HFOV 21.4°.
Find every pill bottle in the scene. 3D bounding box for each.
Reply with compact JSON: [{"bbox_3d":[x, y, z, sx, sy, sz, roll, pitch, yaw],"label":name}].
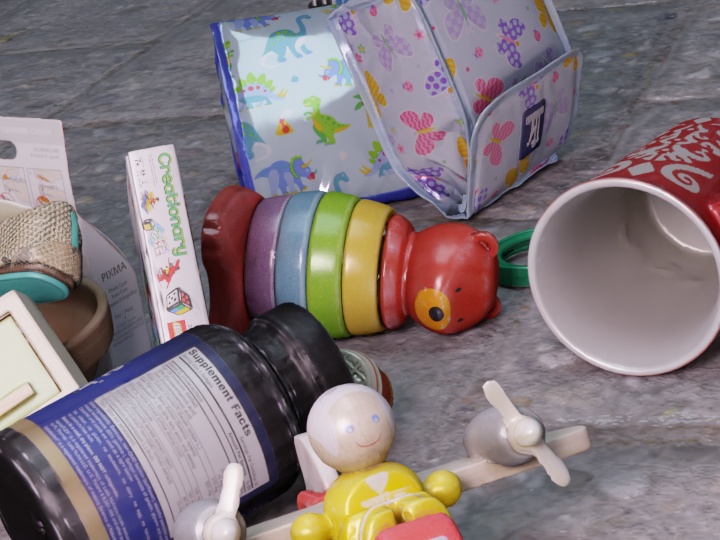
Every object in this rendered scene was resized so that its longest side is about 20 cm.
[{"bbox_3d":[-0.105,0.100,1.091,0.200,0.112,0.112,-29,27,-25],"label":"pill bottle"}]

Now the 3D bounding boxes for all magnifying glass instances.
[{"bbox_3d":[0.186,-0.028,1.453,0.200,0.022,0.080,-21,23,-22],"label":"magnifying glass"}]

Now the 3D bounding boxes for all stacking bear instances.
[{"bbox_3d":[0.000,0.000,1.352,0.200,0.122,0.114,5,31,12],"label":"stacking bear"}]

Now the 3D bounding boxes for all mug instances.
[{"bbox_3d":[0.230,-0.025,1.283,0.177,0.134,0.200,1,19,27],"label":"mug"}]

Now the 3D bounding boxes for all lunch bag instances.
[{"bbox_3d":[0.095,-0.162,1.584,0.127,0.200,0.170,-11,15,46],"label":"lunch bag"},{"bbox_3d":[-0.032,-0.128,1.670,0.170,0.128,0.200,-12,50,-5],"label":"lunch bag"}]

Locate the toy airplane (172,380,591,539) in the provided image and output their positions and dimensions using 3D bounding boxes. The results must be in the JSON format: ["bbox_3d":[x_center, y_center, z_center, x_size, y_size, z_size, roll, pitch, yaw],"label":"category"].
[{"bbox_3d":[0.001,0.119,0.981,0.199,0.141,0.200,0,23,27],"label":"toy airplane"}]

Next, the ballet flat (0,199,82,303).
[{"bbox_3d":[-0.256,-0.004,1.211,0.200,0.068,0.075,-14,59,28],"label":"ballet flat"}]

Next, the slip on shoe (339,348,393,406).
[{"bbox_3d":[-0.069,0.087,1.221,0.200,0.074,0.061,-8,-17,26],"label":"slip on shoe"}]

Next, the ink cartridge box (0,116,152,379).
[{"bbox_3d":[-0.239,-0.022,1.372,0.160,0.200,0.047,6,24,36],"label":"ink cartridge box"}]

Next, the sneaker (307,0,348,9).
[{"bbox_3d":[0.032,-0.284,2.116,0.087,0.075,0.200,-19,22,-39],"label":"sneaker"}]

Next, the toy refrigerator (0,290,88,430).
[{"bbox_3d":[-0.263,0.099,1.123,0.200,0.076,0.070,-34,-5,-4],"label":"toy refrigerator"}]

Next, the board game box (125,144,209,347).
[{"bbox_3d":[-0.131,-0.006,1.286,0.035,0.126,0.200,-11,-4,-8],"label":"board game box"}]

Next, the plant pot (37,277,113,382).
[{"bbox_3d":[-0.257,0.079,1.270,0.200,0.093,0.201,-9,22,4],"label":"plant pot"}]
